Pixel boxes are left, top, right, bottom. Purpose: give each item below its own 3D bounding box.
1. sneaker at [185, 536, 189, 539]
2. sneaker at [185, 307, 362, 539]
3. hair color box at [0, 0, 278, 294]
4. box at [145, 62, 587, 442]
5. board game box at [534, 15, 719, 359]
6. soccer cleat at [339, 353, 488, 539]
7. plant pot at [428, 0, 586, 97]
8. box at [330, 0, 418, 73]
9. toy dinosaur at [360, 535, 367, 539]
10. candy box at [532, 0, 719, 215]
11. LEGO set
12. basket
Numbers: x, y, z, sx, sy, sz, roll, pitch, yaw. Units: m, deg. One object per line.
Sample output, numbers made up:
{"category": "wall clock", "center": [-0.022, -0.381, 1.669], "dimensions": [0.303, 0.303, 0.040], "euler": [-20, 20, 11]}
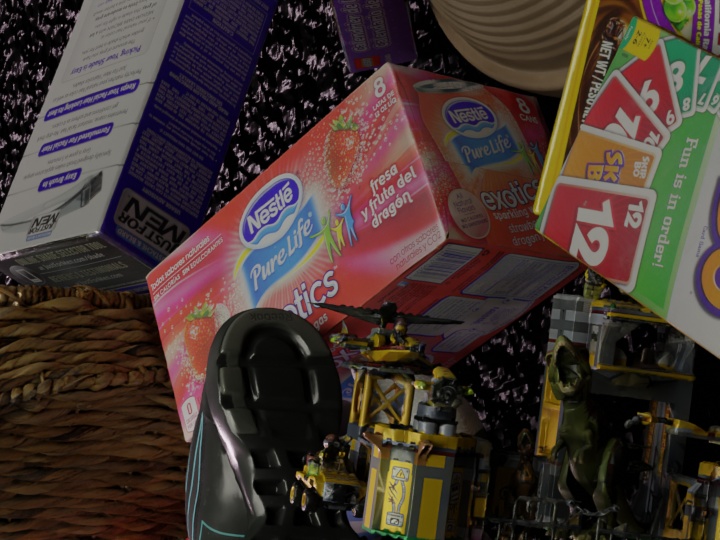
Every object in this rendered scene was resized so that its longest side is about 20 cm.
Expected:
{"category": "sneaker", "center": [-0.131, 0.192, 1.056], "dimensions": [0.116, 0.078, 0.200], "euler": [48, 118, 39]}
{"category": "sneaker", "center": [-0.036, 0.119, 0.832], "dimensions": [0.079, 0.075, 0.201], "euler": [130, 142, -58]}
{"category": "hair color box", "center": [-0.120, -0.085, 1.048], "dimensions": [0.109, 0.065, 0.201], "euler": [-10, 54, 47]}
{"category": "box", "center": [0.000, 0.000, 0.923], "dimensions": [0.200, 0.102, 0.095], "euler": [-39, 57, 39]}
{"category": "board game box", "center": [0.144, -0.017, 0.706], "dimensions": [0.200, 0.030, 0.096], "euler": [39, 108, 49]}
{"category": "soccer cleat", "center": [-0.014, 0.110, 0.924], "dimensions": [0.086, 0.070, 0.200], "euler": [47, 127, 10]}
{"category": "plant pot", "center": [0.080, -0.183, 0.870], "dimensions": [0.200, 0.092, 0.202], "euler": [-9, 77, 45]}
{"category": "box", "center": [-0.012, -0.216, 0.951], "dimensions": [0.039, 0.137, 0.201], "euler": [-11, 70, 3]}
{"category": "toy dinosaur", "center": [0.044, 0.184, 0.846], "dimensions": [0.200, 0.102, 0.136], "euler": [-52, 52, 36]}
{"category": "candy box", "center": [0.144, -0.108, 0.795], "dimensions": [0.102, 0.026, 0.201], "euler": [14, 97, 4]}
{"category": "LEGO set", "center": [0.078, 0.048, 0.769], "dimensions": [0.154, 0.199, 0.116], "euler": [174, 103, -84]}
{"category": "basket", "center": [-0.163, 0.050, 1.020], "dimensions": [0.143, 0.199, 0.149], "euler": [-54, 49, 29]}
